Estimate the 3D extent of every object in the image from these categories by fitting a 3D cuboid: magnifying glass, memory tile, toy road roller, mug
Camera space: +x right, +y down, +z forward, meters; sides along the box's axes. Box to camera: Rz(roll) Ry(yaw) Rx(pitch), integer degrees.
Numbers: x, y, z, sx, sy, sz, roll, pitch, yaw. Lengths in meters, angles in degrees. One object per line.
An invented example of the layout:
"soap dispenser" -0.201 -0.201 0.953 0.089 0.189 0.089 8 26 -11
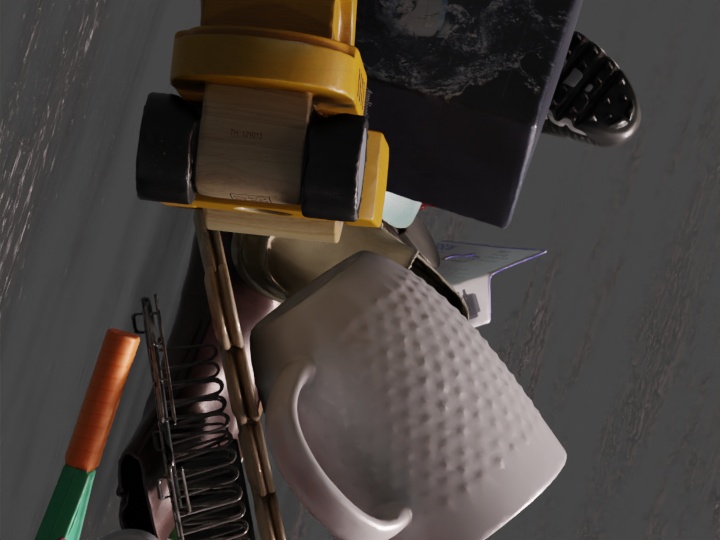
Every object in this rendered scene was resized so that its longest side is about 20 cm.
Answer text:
"magnifying glass" -0.163 0.130 1.426 0.080 0.022 0.201 -20 126 -85
"memory tile" -0.073 0.068 1.539 0.153 0.017 0.201 -108 -174 -65
"toy road roller" -0.046 -0.098 1.378 0.200 0.122 0.147 60 37 -84
"mug" 0.008 0.092 1.532 0.147 0.176 0.200 -33 -175 30

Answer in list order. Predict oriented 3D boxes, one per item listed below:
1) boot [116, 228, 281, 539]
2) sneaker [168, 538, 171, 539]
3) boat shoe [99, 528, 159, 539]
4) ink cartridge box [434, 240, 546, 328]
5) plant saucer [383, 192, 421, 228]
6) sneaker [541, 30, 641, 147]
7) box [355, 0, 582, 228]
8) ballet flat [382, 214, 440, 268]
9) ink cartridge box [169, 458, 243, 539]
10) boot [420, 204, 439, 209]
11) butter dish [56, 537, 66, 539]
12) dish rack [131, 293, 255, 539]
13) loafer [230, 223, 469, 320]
"boot" -0.104 0.068 1.640 0.167 0.072 0.201 -55 154 -46
"sneaker" -0.155 0.246 1.721 0.200 0.074 0.087 -69 169 -53
"boat shoe" -0.164 0.250 1.552 0.086 0.074 0.203 -20 130 -85
"ink cartridge box" 0.013 0.028 1.819 0.198 0.199 0.044 -171 -116 -70
"plant saucer" 0.009 -0.129 1.710 0.201 0.039 0.201 55 22 -35
"sneaker" 0.102 -0.122 1.670 0.067 0.200 0.091 -50 150 -22
"box" 0.030 -0.160 1.556 0.118 0.199 0.197 101 7 -58
"ballet flat" -0.018 -0.063 1.719 0.046 0.200 0.067 -30 -151 20
"ink cartridge box" -0.125 0.183 1.913 0.200 0.048 0.146 108 2 -71
"boot" -0.018 -0.049 1.783 0.200 0.144 0.073 -67 175 -45
"butter dish" -0.147 0.259 1.291 0.200 0.147 0.200 -39 147 -84
"dish rack" -0.095 0.116 1.507 0.200 0.054 0.154 84 -7 -46
"loafer" 0.000 0.000 1.641 0.200 0.068 0.076 23 80 -43
